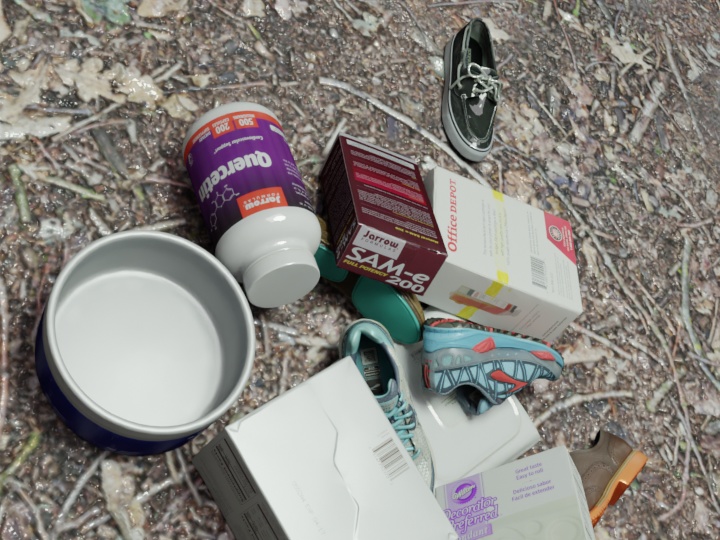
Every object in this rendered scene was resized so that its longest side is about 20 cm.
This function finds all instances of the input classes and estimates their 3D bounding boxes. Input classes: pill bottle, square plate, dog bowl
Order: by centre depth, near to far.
[{"bbox_3d":[-0.203,0.068,0.955,0.197,0.079,0.203,13,60,-23],"label":"dog bowl"},{"bbox_3d":[-0.109,-0.067,1.039,0.111,0.113,0.202,-5,57,-31],"label":"pill bottle"},{"bbox_3d":[0.091,0.145,1.111,0.199,0.028,0.200,-27,81,-37],"label":"square plate"}]

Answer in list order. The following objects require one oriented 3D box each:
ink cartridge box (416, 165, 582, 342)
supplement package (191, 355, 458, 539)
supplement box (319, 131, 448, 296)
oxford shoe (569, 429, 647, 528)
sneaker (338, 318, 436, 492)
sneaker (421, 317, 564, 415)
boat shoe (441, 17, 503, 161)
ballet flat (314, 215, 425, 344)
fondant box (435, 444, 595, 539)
[{"bbox_3d":[0.151,-0.016,1.182,0.198,0.084,0.147,21,46,-18],"label":"ink cartridge box"},{"bbox_3d":[-0.035,0.215,0.952,0.155,0.111,0.202,-26,80,-36],"label":"supplement package"},{"bbox_3d":[0.021,-0.066,1.111,0.107,0.061,0.201,19,30,-19],"label":"supplement box"},{"bbox_3d":[0.242,0.251,1.127,0.073,0.072,0.199,40,45,20],"label":"oxford shoe"},{"bbox_3d":[0.021,0.146,1.016,0.077,0.086,0.203,-20,81,-3],"label":"sneaker"},{"bbox_3d":[0.139,0.111,1.107,0.198,0.079,0.097,13,88,-33],"label":"sneaker"},{"bbox_3d":[0.153,-0.241,1.322,0.073,0.068,0.202,17,59,-20],"label":"boat shoe"},{"bbox_3d":[0.000,0.000,1.113,0.199,0.068,0.072,33,40,4],"label":"ballet flat"},{"bbox_3d":[0.150,0.276,0.943,0.059,0.143,0.201,58,18,-33],"label":"fondant box"}]
